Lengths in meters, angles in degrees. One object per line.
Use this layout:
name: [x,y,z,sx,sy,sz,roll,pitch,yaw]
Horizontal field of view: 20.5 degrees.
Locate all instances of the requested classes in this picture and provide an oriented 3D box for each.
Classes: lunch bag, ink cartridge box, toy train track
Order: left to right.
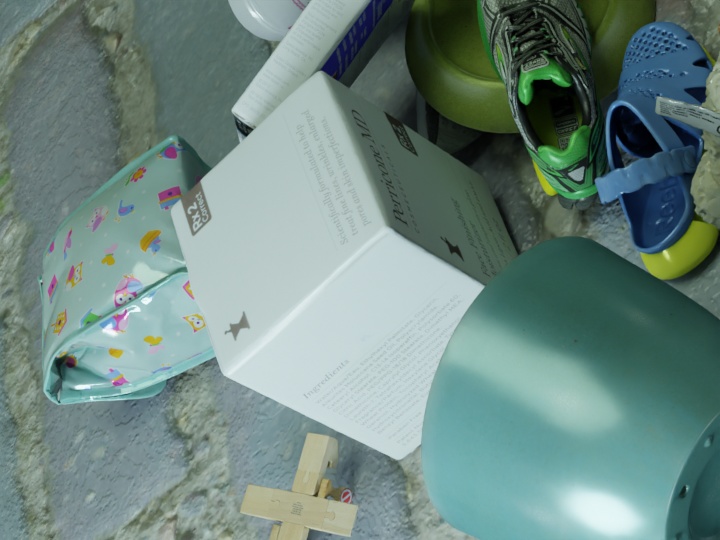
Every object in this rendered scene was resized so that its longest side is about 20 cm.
lunch bag: [-0.197,0.012,1.728,0.199,0.122,0.171,-31,45,22]
toy train track: [-0.049,0.223,1.486,0.114,0.032,0.202,6,74,42]
ink cartridge box: [-0.022,-0.171,1.534,0.201,0.043,0.198,-52,-4,-6]

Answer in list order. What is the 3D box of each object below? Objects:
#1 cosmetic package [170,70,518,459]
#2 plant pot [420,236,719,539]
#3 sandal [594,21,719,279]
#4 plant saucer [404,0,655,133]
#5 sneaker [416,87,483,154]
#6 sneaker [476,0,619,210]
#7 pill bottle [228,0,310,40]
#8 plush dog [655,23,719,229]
cosmetic package: [0.000,0.000,1.433,0.165,0.199,0.166,-41,47,20]
plant pot: [0.162,0.101,1.208,0.160,0.200,0.202,26,84,40]
sandal: [0.204,-0.098,1.384,0.079,0.087,0.202,-28,44,35]
plant saucer: [0.124,-0.198,1.524,0.198,0.031,0.202,-9,59,16]
sneaker: [0.077,-0.175,1.611,0.087,0.074,0.202,-34,37,53]
sneaker: [0.134,-0.148,1.426,0.077,0.085,0.202,-23,66,7]
pill bottle: [-0.030,-0.269,1.731,0.199,0.113,0.114,-15,52,57]
plush dog: [0.291,-0.140,1.288,0.199,0.161,0.172,-18,28,40]
